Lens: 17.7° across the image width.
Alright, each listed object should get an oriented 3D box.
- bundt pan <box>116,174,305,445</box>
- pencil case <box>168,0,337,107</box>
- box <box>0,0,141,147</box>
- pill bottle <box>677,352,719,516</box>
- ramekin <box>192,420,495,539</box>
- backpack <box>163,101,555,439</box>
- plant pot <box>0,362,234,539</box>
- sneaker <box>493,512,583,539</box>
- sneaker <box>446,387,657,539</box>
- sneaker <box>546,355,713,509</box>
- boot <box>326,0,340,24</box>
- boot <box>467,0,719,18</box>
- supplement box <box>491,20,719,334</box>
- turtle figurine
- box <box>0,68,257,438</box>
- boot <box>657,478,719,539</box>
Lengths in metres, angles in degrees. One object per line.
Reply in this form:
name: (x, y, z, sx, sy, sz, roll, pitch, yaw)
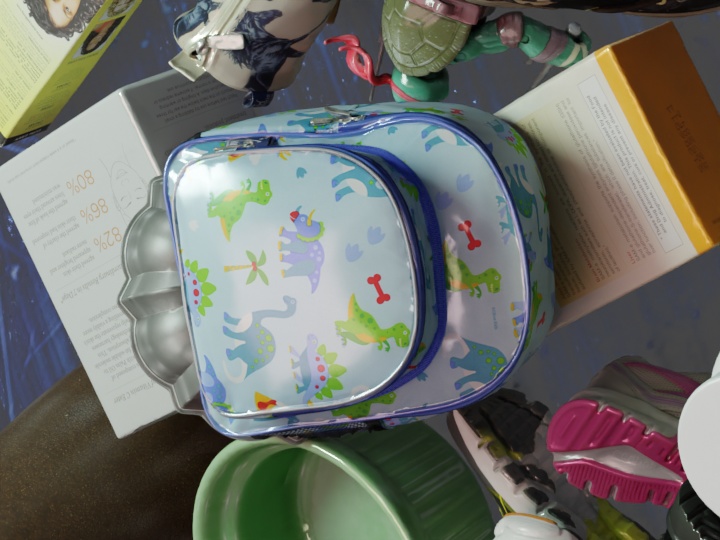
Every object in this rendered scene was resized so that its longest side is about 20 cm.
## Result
bundt pan: (-0.048, 0.006, 1.400, 0.203, 0.201, 0.076, 64, 173, -1)
pencil case: (-0.035, -0.188, 1.312, 0.078, 0.089, 0.200, 36, 126, 3)
box: (-0.207, -0.173, 1.567, 0.075, 0.050, 0.200, 52, 133, 11)
pill bottle: (0.246, 0.058, 1.171, 0.111, 0.200, 0.112, 16, 117, 34)
ramekin: (-0.005, 0.183, 1.508, 0.199, 0.097, 0.201, 17, 119, 35)
backpack: (0.000, 0.000, 1.261, 0.199, 0.147, 0.184, -8, 94, 16)
plant pot: (-0.200, 0.167, 1.599, 0.186, 0.200, 0.188, 17, 118, 35)
sneaker: (0.099, 0.238, 1.370, 0.075, 0.092, 0.201, 12, 138, 34)
sneaker: (0.113, 0.161, 1.415, 0.200, 0.074, 0.085, 50, 133, 12)
sneaker: (0.208, 0.106, 1.310, 0.199, 0.088, 0.082, 30, 131, 0)
boot: (-0.089, -0.224, 1.347, 0.198, 0.069, 0.189, 7, 132, -8)
boot: (0.131, -0.167, 1.169, 0.198, 0.151, 0.074, 1, 94, 8)
supplement box: (0.119, -0.040, 1.326, 0.200, 0.073, 0.127, -29, 87, 42)
turtle figurine: (0.061, -0.159, 1.315, 0.149, 0.101, 0.201, 31, 118, 20)
box: (-0.124, -0.015, 1.521, 0.152, 0.106, 0.201, -26, 90, 43)
boot: (0.210, 0.230, 1.242, 0.212, 0.079, 0.158, 59, 141, 39)
